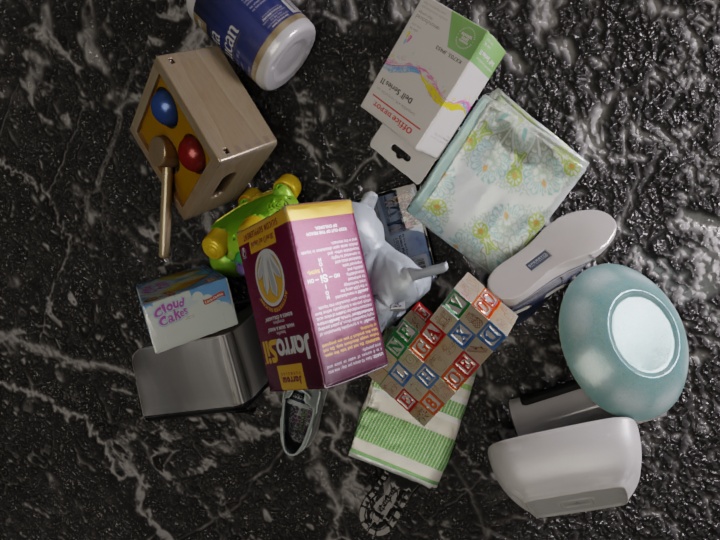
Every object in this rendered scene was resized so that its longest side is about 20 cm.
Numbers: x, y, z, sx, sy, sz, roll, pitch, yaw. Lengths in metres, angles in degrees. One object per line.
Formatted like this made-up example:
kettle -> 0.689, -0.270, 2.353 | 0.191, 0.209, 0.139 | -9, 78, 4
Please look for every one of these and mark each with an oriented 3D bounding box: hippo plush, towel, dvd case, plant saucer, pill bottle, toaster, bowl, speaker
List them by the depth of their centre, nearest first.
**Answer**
plant saucer -> 0.347, 0.083, 0.717 | 0.196, 0.039, 0.206 | 5, 72, -14
bowl -> 0.278, 0.273, 0.756 | 0.195, 0.200, 0.076 | -16, 54, 17
hippo plush -> 0.000, 0.000, 0.758 | 0.159, 0.200, 0.162 | -40, 82, -3
towel -> 0.182, -0.114, 0.767 | 0.170, 0.048, 0.202 | 35, 107, -1
pill bottle -> -0.165, -0.355, 0.772 | 0.200, 0.111, 0.111 | 44, 108, 1
speaker -> 0.313, 0.192, 0.790 | 0.196, 0.081, 0.083 | -23, 96, 17
towel -> 0.079, 0.201, 0.845 | 0.149, 0.023, 0.205 | 18, 83, 8
dvd case -> 0.008, -0.036, 0.847 | 0.195, 0.018, 0.146 | -13, 98, 17
toaster -> -0.213, 0.131, 0.847 | 0.195, 0.181, 0.122 | -9, 104, 15

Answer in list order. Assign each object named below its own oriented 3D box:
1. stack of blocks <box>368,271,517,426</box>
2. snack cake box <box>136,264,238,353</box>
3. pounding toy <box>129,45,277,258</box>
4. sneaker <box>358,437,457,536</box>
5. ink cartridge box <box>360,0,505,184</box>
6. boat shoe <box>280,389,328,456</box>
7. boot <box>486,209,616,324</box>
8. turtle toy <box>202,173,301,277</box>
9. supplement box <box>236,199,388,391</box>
stack of blocks -> 0.103, 0.100, 0.759 | 0.115, 0.058, 0.202 | 40, 126, 10
snack cake box -> -0.256, 0.048, 0.818 | 0.113, 0.199, 0.069 | -17, 103, -22
pounding toy -> -0.238, -0.159, 0.789 | 0.186, 0.141, 0.199 | 57, 138, 3
sneaker -> 0.071, 0.312, 0.885 | 0.076, 0.088, 0.200 | 42, 83, 13
ink cartridge box -> 0.081, -0.231, 0.743 | 0.117, 0.067, 0.202 | 42, 110, 28
boat shoe -> -0.087, 0.197, 0.891 | 0.068, 0.072, 0.206 | 12, 104, 10
boot -> 0.257, -0.002, 0.776 | 0.197, 0.091, 0.073 | -30, 56, -5
turtle toy -> -0.155, -0.049, 0.830 | 0.197, 0.147, 0.102 | -14, 122, 35
supplement box -> -0.062, 0.032, 0.683 | 0.130, 0.102, 0.205 | -18, 85, 50
